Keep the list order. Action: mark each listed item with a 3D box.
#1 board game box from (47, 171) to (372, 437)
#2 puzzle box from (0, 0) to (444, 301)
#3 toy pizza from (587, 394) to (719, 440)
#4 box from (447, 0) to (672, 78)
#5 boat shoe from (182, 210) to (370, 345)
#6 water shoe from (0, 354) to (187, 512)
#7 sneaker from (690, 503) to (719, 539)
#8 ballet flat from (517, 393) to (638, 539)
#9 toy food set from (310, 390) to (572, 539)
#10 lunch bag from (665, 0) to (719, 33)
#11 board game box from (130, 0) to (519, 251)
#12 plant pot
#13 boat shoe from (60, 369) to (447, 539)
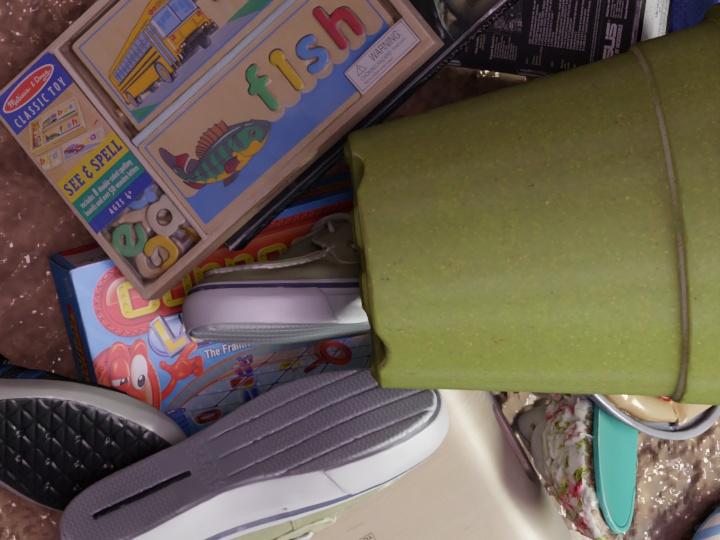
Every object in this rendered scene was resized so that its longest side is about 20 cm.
[{"bbox_3d":[-0.047,0.063,1.230,0.199,0.056,0.197,-17,103,-15],"label":"board game box"},{"bbox_3d":[-0.074,-0.099,1.137,0.200,0.025,0.133,-41,83,12],"label":"puzzle box"},{"bbox_3d":[0.149,-0.006,1.233,0.200,0.032,0.201,29,48,-38],"label":"toy pizza"},{"bbox_3d":[0.090,-0.202,1.188,0.043,0.159,0.201,-3,102,-60],"label":"box"},{"bbox_3d":[0.000,0.000,1.179,0.199,0.072,0.062,-5,82,-25],"label":"boat shoe"},{"bbox_3d":[-0.179,0.067,1.157,0.199,0.079,0.072,12,118,-7],"label":"water shoe"},{"bbox_3d":[0.276,0.155,1.345,0.199,0.072,0.072,-21,106,-13],"label":"sneaker"},{"bbox_3d":[0.119,0.069,1.237,0.064,0.201,0.076,-14,132,25],"label":"ballet flat"},{"bbox_3d":[-0.002,0.138,1.203,0.199,0.060,0.144,-30,107,-3],"label":"toy food set"},{"bbox_3d":[0.200,-0.181,1.238,0.135,0.132,0.201,3,99,-37],"label":"lunch bag"},{"bbox_3d":[-0.033,-0.125,1.154,0.200,0.028,0.135,-42,83,11],"label":"board game box"},{"bbox_3d":[0.091,-0.017,1.082,0.189,0.200,0.201,-6,101,-1],"label":"plant pot"},{"bbox_3d":[-0.050,0.109,1.122,0.199,0.072,0.062,-21,131,-6],"label":"boat shoe"}]
